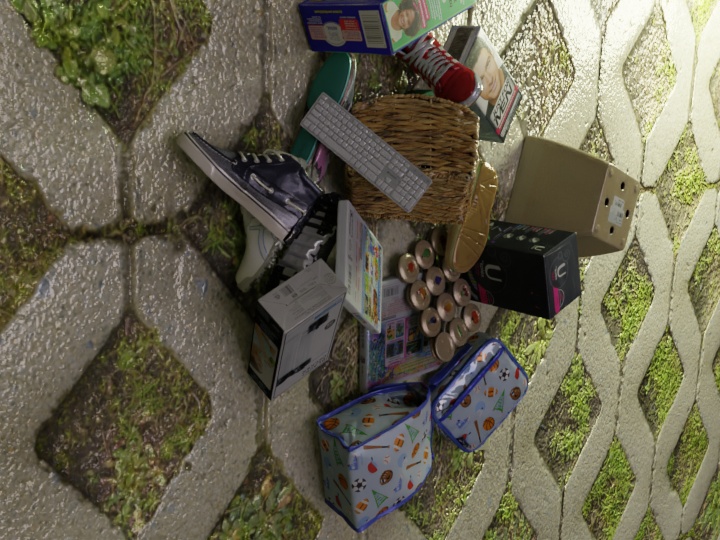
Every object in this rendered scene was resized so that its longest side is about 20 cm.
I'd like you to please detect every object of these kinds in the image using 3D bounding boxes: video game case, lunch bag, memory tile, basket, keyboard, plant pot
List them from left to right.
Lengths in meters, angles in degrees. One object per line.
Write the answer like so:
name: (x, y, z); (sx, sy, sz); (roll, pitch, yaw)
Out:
video game case: (0.000, 0.000, 1.278); (0.200, 0.018, 0.146); (49, 40, -65)
keyboard: (0.007, -0.165, 1.195); (0.199, 0.011, 0.057); (39, 91, 3)
lunch bag: (0.035, 0.288, 1.385); (0.198, 0.123, 0.173); (-22, 123, -30)
video game case: (0.073, 0.097, 1.460); (0.198, 0.023, 0.186); (-12, 108, -44)
basket: (0.075, -0.169, 1.290); (0.150, 0.196, 0.145); (87, 8, -67)
memory tile: (0.138, 0.040, 1.469); (0.153, 0.017, 0.203); (-36, 107, -41)
lunch bag: (0.201, 0.220, 1.546); (0.200, 0.075, 0.161); (-47, 119, -11)
plant pot: (0.418, -0.131, 1.645); (0.198, 0.175, 0.204); (17, 86, -45)

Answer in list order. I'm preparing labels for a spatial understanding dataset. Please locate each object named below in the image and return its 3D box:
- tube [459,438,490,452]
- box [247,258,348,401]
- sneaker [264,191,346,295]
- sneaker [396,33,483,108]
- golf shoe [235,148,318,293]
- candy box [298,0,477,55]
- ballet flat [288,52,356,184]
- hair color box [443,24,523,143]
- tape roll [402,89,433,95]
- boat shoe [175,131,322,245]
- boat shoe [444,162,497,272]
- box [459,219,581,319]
tube: (0.236, 0.249, 1.639); (0.052, 0.057, 0.204); (-43, 143, -79)
box: (-0.090, 0.086, 1.186); (0.116, 0.060, 0.201); (-34, 159, -30)
sneaker: (-0.074, -0.020, 1.256); (0.202, 0.065, 0.091); (-63, 159, -22)
sneaker: (0.107, -0.320, 1.297); (0.071, 0.201, 0.112); (-45, 127, 9)
golf shoe: (-0.139, -0.072, 1.189); (0.096, 0.078, 0.202); (28, 93, -9)
candy box: (0.041, -0.381, 1.218); (0.199, 0.167, 0.078); (-39, 127, -31)
ballet flat: (-0.049, -0.216, 1.244); (0.071, 0.068, 0.203); (23, 87, -58)
hair color box: (0.201, -0.313, 1.454); (0.200, 0.060, 0.100); (39, 71, -50)
tape roll: (0.107, -0.194, 1.412); (0.198, 0.048, 0.205); (-13, 108, -43)
boat shoe: (-0.139, -0.132, 1.115); (0.200, 0.075, 0.093); (42, 89, -16)
boat shoe: (0.181, -0.090, 1.487); (0.073, 0.069, 0.203); (33, 68, -37)
box: (0.276, -0.006, 1.513); (0.105, 0.198, 0.124); (-29, 118, -37)
